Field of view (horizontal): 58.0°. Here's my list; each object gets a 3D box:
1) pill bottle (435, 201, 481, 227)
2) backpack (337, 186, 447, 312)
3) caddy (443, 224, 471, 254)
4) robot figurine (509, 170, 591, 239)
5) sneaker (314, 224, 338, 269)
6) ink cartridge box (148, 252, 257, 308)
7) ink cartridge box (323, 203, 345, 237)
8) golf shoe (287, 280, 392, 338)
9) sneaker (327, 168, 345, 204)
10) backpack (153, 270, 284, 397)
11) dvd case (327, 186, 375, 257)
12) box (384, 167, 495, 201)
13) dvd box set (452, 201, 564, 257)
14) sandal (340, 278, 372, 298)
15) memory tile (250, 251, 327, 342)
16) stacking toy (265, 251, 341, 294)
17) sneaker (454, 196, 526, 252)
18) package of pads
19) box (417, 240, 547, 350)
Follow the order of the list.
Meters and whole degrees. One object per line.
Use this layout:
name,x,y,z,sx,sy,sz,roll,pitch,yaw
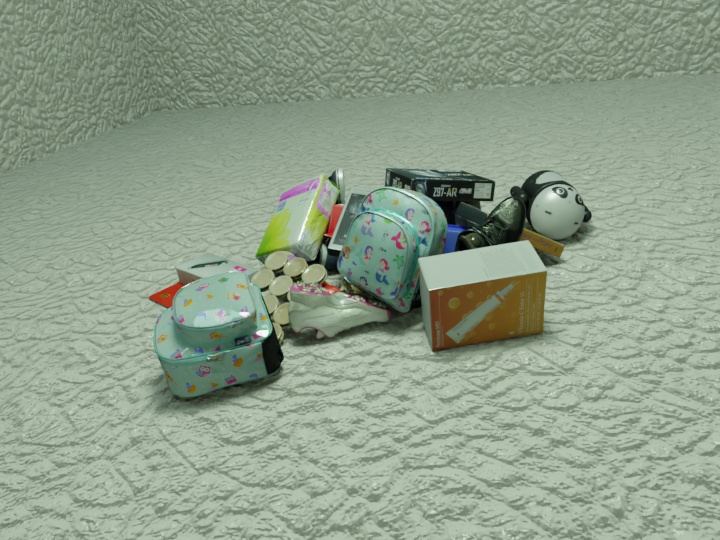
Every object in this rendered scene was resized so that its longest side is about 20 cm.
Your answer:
pill bottle,0.168,-0.106,1.443,0.193,0.117,0.115,-6,24,2
backpack,0.060,-0.047,1.178,0.175,0.205,0.149,27,11,27
caddy,0.178,-0.032,1.293,0.193,0.109,0.141,5,9,-9
robot figurine,0.423,-0.151,1.448,0.147,0.127,0.201,-23,22,10
sneaker,-0.063,-0.053,1.480,0.079,0.072,0.201,7,26,-9
ink cartridge box,-0.342,0.029,1.400,0.197,0.045,0.171,16,33,41
ink cartridge box,0.001,-0.105,1.458,0.113,0.070,0.200,13,11,13
golf shoe,-0.040,0.080,1.173,0.194,0.095,0.075,11,9,-15
sneaker,-0.075,-0.160,1.554,0.077,0.202,0.080,-1,54,-5
backpack,-0.243,0.106,1.072,0.195,0.156,0.177,-22,37,-7
dvd case,0.027,-0.096,1.346,0.145,0.025,0.203,9,46,10
box,0.168,-0.185,1.400,0.193,0.045,0.160,-1,17,-18
dvd box set,0.301,-0.086,1.333,0.195,0.030,0.146,19,10,-23
sandal,-0.006,0.000,1.323,0.075,0.072,0.213,-4,25,9
memory tile,-0.162,0.052,1.228,0.150,0.017,0.202,16,55,32
stacking toy,-0.107,0.033,1.286,0.084,0.088,0.198,-24,35,-32
sneaker,0.233,-0.059,1.167,0.076,0.114,0.200,39,84,19
package of pads,-0.135,-0.107,1.440,0.152,0.068,0.205,-11,50,43
box,0.202,0.041,1.091,0.193,0.128,0.098,-9,33,-2
